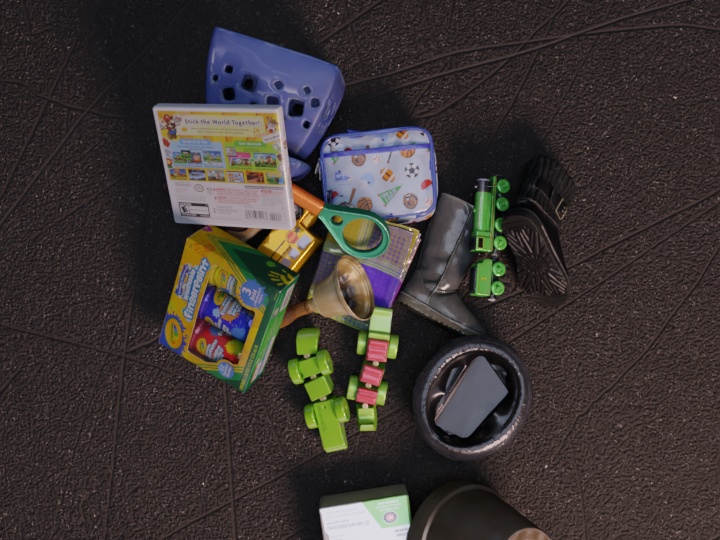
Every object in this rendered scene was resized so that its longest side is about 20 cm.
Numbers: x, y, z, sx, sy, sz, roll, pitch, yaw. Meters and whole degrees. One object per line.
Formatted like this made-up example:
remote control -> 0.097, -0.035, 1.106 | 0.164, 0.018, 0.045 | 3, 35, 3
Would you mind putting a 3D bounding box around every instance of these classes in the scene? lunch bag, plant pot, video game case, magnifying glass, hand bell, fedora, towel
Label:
lunch bag -> 0.026, -0.154, 1.254 | 0.196, 0.076, 0.163 | -4, 88, 6
plant pot -> -0.143, -0.246, 1.207 | 0.197, 0.200, 0.183 | 18, 94, -1
video game case -> -0.197, -0.151, 1.129 | 0.197, 0.023, 0.185 | 5, 119, 17
magnifying glass -> -0.043, -0.082, 1.169 | 0.198, 0.023, 0.080 | 31, 124, -15
hand bell -> -0.087, 0.058, 1.227 | 0.198, 0.104, 0.106 | -21, 87, 27
plant pot -> 0.195, 0.427, 1.150 | 0.197, 0.173, 0.204 | 4, 82, -29
fedora -> 0.173, 0.199, 1.236 | 0.197, 0.092, 0.204 | 0, 87, -1
towel -> 0.000, 0.000, 1.239 | 0.142, 0.023, 0.202 | 22, 111, -1

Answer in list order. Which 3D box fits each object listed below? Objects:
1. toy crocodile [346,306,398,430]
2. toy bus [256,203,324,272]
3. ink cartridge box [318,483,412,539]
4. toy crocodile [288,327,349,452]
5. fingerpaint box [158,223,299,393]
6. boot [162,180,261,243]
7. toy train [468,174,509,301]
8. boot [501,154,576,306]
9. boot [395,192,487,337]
toy crocodile -> 0.020, 0.158, 1.242 | 0.066, 0.062, 0.203 | 11, 99, -1
toy bus -> -0.126, -0.028, 1.242 | 0.078, 0.065, 0.201 | 40, 96, 3
ink cartridge box -> 0.018, 0.457, 1.223 | 0.143, 0.084, 0.204 | -9, 87, -2
toy crocodile -> -0.064, 0.192, 1.245 | 0.067, 0.062, 0.203 | -19, 90, 11
fingerpaint box -> -0.207, 0.060, 1.190 | 0.165, 0.073, 0.202 | 29, 119, 9
boot -> -0.214, -0.124, 1.217 | 0.199, 0.072, 0.167 | -39, 93, 33
toy train -> 0.202, -0.054, 1.225 | 0.055, 0.042, 0.204 | 5, 84, -12
boot -> 0.306, -0.064, 1.259 | 0.078, 0.213, 0.159 | 0, 42, 34
boot -> 0.168, -0.002, 1.266 | 0.180, 0.073, 0.202 | 29, 80, -1
